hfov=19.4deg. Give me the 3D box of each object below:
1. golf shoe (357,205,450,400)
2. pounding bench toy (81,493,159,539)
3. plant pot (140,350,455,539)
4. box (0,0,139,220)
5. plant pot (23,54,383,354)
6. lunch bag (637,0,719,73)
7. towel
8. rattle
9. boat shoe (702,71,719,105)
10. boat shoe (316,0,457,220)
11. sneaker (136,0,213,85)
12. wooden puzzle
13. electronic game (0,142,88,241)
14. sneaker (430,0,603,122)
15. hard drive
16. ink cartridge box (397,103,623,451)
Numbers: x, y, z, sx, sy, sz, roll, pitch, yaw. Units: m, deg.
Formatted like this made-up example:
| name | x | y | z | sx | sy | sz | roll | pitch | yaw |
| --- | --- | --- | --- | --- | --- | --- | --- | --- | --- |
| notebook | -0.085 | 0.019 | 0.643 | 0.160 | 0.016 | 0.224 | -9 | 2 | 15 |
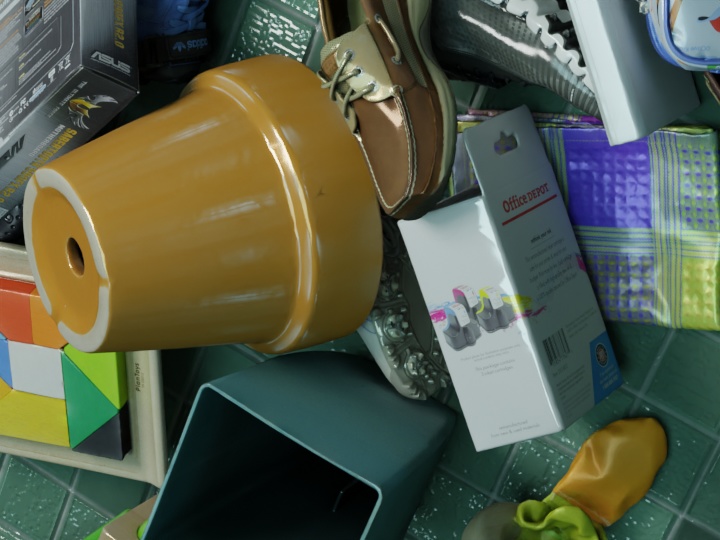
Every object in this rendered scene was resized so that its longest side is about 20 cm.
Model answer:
| name | x | y | z | sx | sy | sz | roll | pitch | yaw |
| --- | --- | --- | --- | --- | --- | --- | --- | --- | --- |
| golf shoe | 0.000 | 0.000 | 1.482 | 0.097 | 0.078 | 0.200 | -22 | 88 | 47 |
| pounding bench toy | -0.163 | 0.233 | 1.582 | 0.200 | 0.124 | 0.156 | 32 | 115 | 16 |
| plant pot | -0.025 | 0.142 | 1.446 | 0.141 | 0.200 | 0.141 | 30 | 114 | 17 |
| box | -0.229 | -0.136 | 1.450 | 0.200 | 0.048 | 0.158 | -37 | 43 | 35 |
| plant pot | -0.115 | -0.027 | 1.399 | 0.200 | 0.183 | 0.200 | 35 | 133 | 48 |
| lunch bag | 0.259 | -0.190 | 1.245 | 0.200 | 0.076 | 0.160 | -4 | 98 | -1 |
| towel | 0.150 | -0.032 | 1.414 | 0.200 | 0.023 | 0.144 | 6 | 105 | 25 |
| rattle | 0.134 | 0.198 | 1.381 | 0.143 | 0.200 | 0.130 | -31 | 89 | 29 |
| boat shoe | 0.225 | -0.178 | 1.312 | 0.070 | 0.070 | 0.200 | -27 | 89 | 33 |
| boat shoe | 0.007 | -0.124 | 1.334 | 0.076 | 0.074 | 0.200 | -45 | 45 | 45 |
| sneaker | -0.117 | -0.191 | 1.472 | 0.200 | 0.077 | 0.111 | -20 | 88 | 33 |
| wooden puzzle | -0.234 | 0.068 | 1.548 | 0.200 | 0.037 | 0.185 | 12 | 122 | 21 |
| electronic game | -0.266 | -0.061 | 1.583 | 0.200 | 0.042 | 0.200 | 5 | 98 | 42 |
| sneaker | 0.096 | -0.150 | 1.389 | 0.200 | 0.066 | 0.091 | 42 | 120 | 15 |
| hard drive | 0.155 | -0.185 | 1.308 | 0.026 | 0.132 | 0.200 | -14 | 97 | 28 |
| ink cartridge box | 0.093 | 0.002 | 1.373 | 0.068 | 0.115 | 0.200 | -16 | 95 | 29 |
